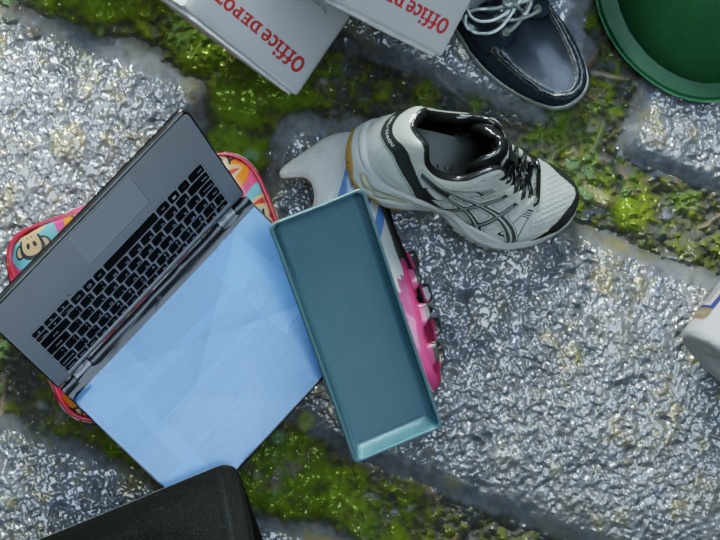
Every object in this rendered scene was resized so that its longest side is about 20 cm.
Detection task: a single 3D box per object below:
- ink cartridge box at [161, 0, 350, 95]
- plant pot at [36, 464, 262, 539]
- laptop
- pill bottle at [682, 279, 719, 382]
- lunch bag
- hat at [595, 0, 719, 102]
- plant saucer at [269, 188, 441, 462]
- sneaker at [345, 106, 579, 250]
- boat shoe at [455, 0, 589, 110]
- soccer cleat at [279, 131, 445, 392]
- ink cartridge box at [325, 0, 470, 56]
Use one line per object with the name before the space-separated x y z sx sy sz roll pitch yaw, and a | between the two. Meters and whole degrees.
ink cartridge box | -0.051 -0.248 1.432 0.086 0.146 0.200 36 91 38
plant pot | -0.128 0.284 1.346 0.199 0.177 0.201 -21 116 -7
laptop | -0.116 0.031 1.362 0.116 0.200 0.187 39 81 27
pill bottle | 0.336 0.003 1.490 0.111 0.111 0.200 38 83 -2
lunch bag | -0.139 0.025 1.449 0.199 0.082 0.177 -21 88 -8
hat | 0.264 -0.232 1.467 0.166 0.176 0.200 -41 90 -10
plant saucer | -0.003 0.038 1.407 0.070 0.019 0.201 -22 119 -6
sneaker | 0.090 -0.067 1.450 0.199 0.088 0.076 11 68 -33
boat shoe | 0.100 -0.205 1.505 0.075 0.062 0.200 -35 89 -7
soccer cleat | 0.000 0.000 1.481 0.086 0.070 0.201 -18 84 7
ink cartridge box | 0.038 -0.265 1.376 0.084 0.145 0.201 33 99 35
